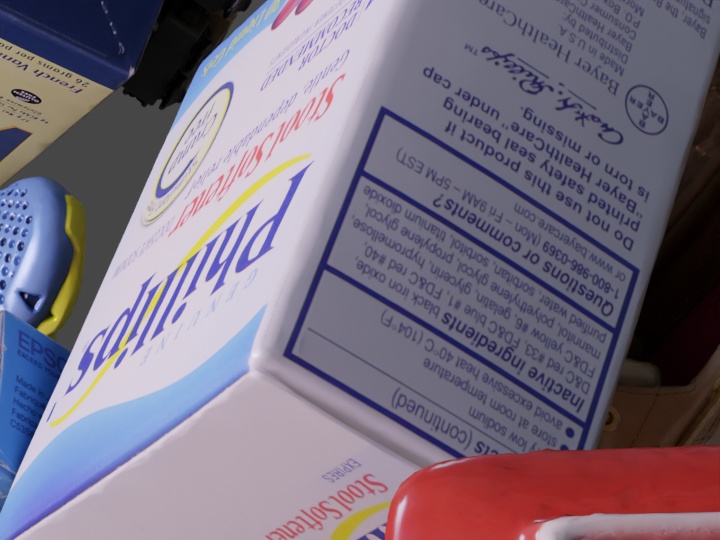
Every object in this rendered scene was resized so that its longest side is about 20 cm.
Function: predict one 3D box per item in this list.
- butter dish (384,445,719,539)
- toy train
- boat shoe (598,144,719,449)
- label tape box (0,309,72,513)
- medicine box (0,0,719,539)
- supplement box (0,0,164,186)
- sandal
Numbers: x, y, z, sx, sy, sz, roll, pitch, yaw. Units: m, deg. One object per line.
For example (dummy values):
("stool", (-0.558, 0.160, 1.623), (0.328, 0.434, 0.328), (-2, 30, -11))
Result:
("butter dish", (0.105, 0.153, 0.692), (0.199, 0.148, 0.200), (-1, 50, -6))
("toy train", (-0.046, -0.122, 1.069), (0.200, 0.034, 0.046), (-47, 11, 51))
("boat shoe", (0.081, 0.034, 0.851), (0.200, 0.069, 0.074), (-53, 38, 2))
("label tape box", (-0.144, 0.104, 0.972), (0.200, 0.144, 0.063), (-26, 46, 31))
("medicine box", (0.000, 0.000, 0.847), (0.182, 0.103, 0.200), (-36, 27, 53))
("supplement box", (-0.146, -0.162, 1.130), (0.200, 0.134, 0.200), (-28, 39, 64))
("sandal", (-0.194, 0.020, 1.136), (0.200, 0.087, 0.080), (-31, 42, 23))
